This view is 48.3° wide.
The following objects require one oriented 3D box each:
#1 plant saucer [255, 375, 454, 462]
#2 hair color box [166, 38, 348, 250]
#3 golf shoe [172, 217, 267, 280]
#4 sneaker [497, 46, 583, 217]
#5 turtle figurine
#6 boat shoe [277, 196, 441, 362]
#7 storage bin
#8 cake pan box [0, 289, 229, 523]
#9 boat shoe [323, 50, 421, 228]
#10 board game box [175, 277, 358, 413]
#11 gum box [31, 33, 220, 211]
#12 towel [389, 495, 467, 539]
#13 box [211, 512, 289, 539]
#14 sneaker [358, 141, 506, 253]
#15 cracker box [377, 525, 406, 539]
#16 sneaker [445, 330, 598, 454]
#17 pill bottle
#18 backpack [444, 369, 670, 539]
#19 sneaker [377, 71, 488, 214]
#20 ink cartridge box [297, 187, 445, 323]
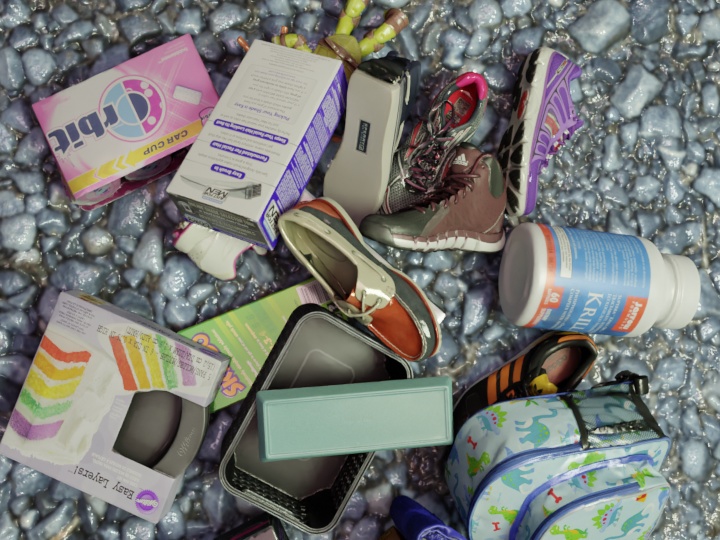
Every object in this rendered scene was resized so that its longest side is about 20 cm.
[{"bbox_3d":[-0.002,0.148,0.792,0.197,0.019,0.071,-3,94,-9],"label":"plant saucer"},{"bbox_3d":[-0.100,-0.132,0.826,0.108,0.065,0.202,18,67,19],"label":"hair color box"},{"bbox_3d":[-0.114,-0.075,0.896,0.200,0.075,0.092,-44,103,-5],"label":"golf shoe"},{"bbox_3d":[0.212,-0.156,0.919,0.082,0.081,0.203,17,83,-9],"label":"sneaker"},{"bbox_3d":[-0.029,-0.252,0.917,0.199,0.064,0.162,36,83,1],"label":"turtle figurine"},{"bbox_3d":[-0.002,0.013,0.782,0.201,0.062,0.071,50,122,7],"label":"boat shoe"},{"bbox_3d":[-0.049,0.150,0.841,0.134,0.094,0.202,29,88,-9],"label":"storage bin"},{"bbox_3d":[-0.256,0.143,0.850,0.198,0.052,0.186,24,92,3],"label":"cake pan box"},{"bbox_3d":[0.019,-0.143,0.885,0.074,0.202,0.093,28,39,14],"label":"boat shoe"},{"bbox_3d":[-0.110,0.083,0.893,0.198,0.030,0.097,-22,87,-9],"label":"board game box"},{"bbox_3d":[-0.251,-0.161,0.890,0.198,0.066,0.115,-26,85,-6],"label":"gum box"},{"bbox_3d":[0.098,0.289,0.798,0.049,0.200,0.148,-41,88,-10],"label":"towel"},{"bbox_3d":[-0.101,0.370,0.822,0.121,0.106,0.202,-26,85,-7],"label":"box"},{"bbox_3d":[0.084,-0.082,0.858,0.198,0.075,0.117,-1,105,-41],"label":"sneaker"},{"bbox_3d":[0.087,0.366,0.822,0.058,0.134,0.200,-41,88,-7],"label":"cracker box"},{"bbox_3d":[0.174,0.134,0.875,0.199,0.090,0.070,-39,87,-7],"label":"sneaker"},{"bbox_3d":[0.261,0.014,0.879,0.197,0.112,0.114,6,83,-10],"label":"pill bottle"},{"bbox_3d":[0.195,0.212,0.801,0.197,0.185,0.148,-2,40,-12],"label":"backpack"},{"bbox_3d":[0.078,-0.137,0.907,0.080,0.075,0.202,27,83,-1],"label":"sneaker"},{"bbox_3d":[0.000,0.000,0.876,0.200,0.094,0.044,42,83,2],"label":"ink cartridge box"}]
